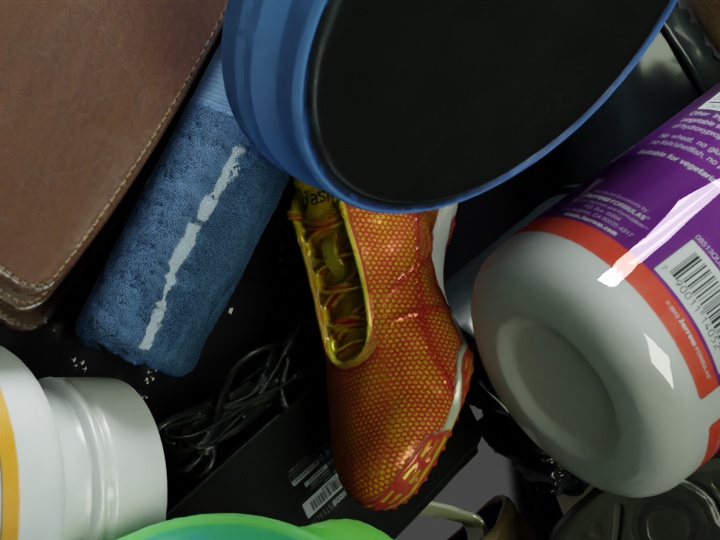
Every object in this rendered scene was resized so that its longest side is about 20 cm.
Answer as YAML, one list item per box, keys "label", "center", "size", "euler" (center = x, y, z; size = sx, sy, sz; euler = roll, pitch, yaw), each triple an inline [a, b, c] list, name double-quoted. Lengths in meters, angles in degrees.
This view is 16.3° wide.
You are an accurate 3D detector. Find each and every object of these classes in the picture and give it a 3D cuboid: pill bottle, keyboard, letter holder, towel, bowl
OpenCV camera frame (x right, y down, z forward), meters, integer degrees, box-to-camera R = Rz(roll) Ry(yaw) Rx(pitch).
- label: "pill bottle"
  center: [-0.173, 0.079, 0.886]
  size: [0.199, 0.111, 0.112]
  euler: [1, 96, -35]
- label: "pill bottle"
  center: [0.145, -0.008, 0.981]
  size: [0.200, 0.112, 0.113]
  euler: [-35, 115, -27]
- label: "keyboard"
  center: [-0.030, 0.079, 1.018]
  size: [0.200, 0.039, 0.105]
  euler: [-39, 110, -46]
- label: "letter holder"
  center: [-0.097, -0.083, 0.925]
  size: [0.142, 0.100, 0.201]
  euler: [37, 75, -34]
- label: "towel"
  center: [-0.043, -0.052, 0.953]
  size: [0.048, 0.112, 0.201]
  euler: [28, 86, -3]
- label: "bowl"
  center: [0.043, -0.105, 0.882]
  size: [0.200, 0.039, 0.201]
  euler: [-29, 144, -23]

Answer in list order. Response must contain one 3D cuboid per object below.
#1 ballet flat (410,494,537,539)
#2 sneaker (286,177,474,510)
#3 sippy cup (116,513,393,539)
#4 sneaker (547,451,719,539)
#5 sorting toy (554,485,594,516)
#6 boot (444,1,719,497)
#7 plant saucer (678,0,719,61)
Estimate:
- label: "ballet flat"
  center: [-0.003, 0.133, 1.047]
  size: [0.199, 0.068, 0.073]
  euler: [-11, 82, -34]
- label: "sneaker"
  center: [0.000, 0.000, 1.000]
  size: [0.077, 0.073, 0.201]
  euler: [22, 54, -35]
- label: "sippy cup"
  center: [-0.046, 0.178, 0.889]
  size: [0.177, 0.140, 0.131]
  euler: [-13, 137, -3]
- label: "sneaker"
  center: [0.170, 0.077, 1.060]
  size: [0.199, 0.114, 0.076]
  euler: [-35, 97, 11]
- label: "sorting toy"
  center: [0.154, 0.063, 1.137]
  size: [0.180, 0.107, 0.200]
  euler: [46, 70, -10]
- label: "boot"
  center: [0.084, -0.026, 1.057]
  size: [0.168, 0.076, 0.201]
  euler: [-37, 100, -22]
- label: "plant saucer"
  center: [0.165, -0.175, 1.090]
  size: [0.200, 0.035, 0.202]
  euler: [3, 90, -69]
